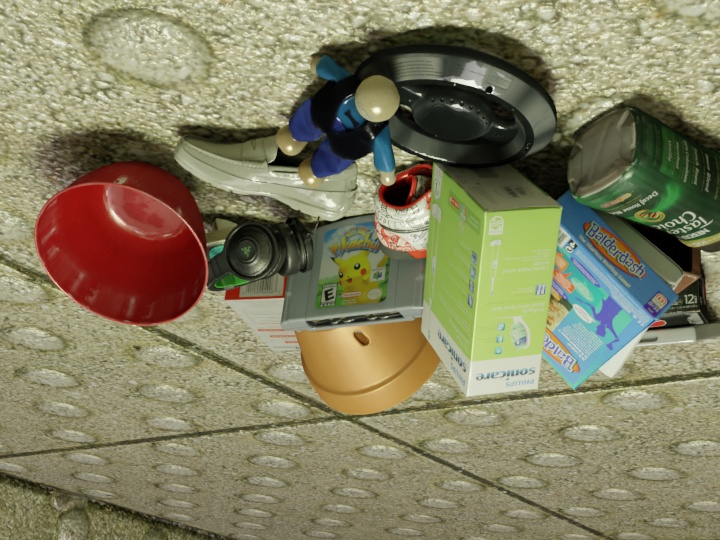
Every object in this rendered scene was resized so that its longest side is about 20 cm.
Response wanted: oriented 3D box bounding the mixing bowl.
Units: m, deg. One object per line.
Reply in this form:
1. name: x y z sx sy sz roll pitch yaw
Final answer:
1. mixing bowl: -0.256 -0.048 1.210 0.197 0.109 0.202 5 131 6

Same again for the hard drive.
1. hard drive: 0.256 0.020 1.148 0.132 0.026 0.201 43 152 19

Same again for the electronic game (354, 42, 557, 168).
1. electronic game: 0.087 -0.153 1.009 0.197 0.042 0.200 12 161 4

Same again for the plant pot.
1. plant pot: -0.003 0.060 1.358 0.197 0.202 0.141 -6 139 26

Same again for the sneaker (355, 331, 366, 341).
1. sneaker: 0.019 0.124 1.613 0.072 0.086 0.200 -7 155 24

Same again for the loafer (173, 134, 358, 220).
1. loafer: -0.098 -0.114 1.129 0.197 0.070 0.071 15 115 -3

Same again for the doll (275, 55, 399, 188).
1. doll: -0.013 -0.135 1.002 0.137 0.048 0.200 55 154 -4

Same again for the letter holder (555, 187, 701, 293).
1. letter holder: 0.275 -0.015 1.213 0.140 0.102 0.200 12 156 -9

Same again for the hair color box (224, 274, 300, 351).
1. hair color box: -0.103 0.051 1.501 0.109 0.065 0.200 -2 154 15

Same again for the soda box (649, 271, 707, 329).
1. soda box: 0.332 0.036 1.349 0.197 0.072 0.063 -7 158 25

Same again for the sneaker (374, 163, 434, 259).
1. sneaker: 0.112 -0.066 1.171 0.198 0.068 0.108 -5 146 6

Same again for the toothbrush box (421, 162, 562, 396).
1. toothbrush box: 0.128 0.003 1.095 0.085 0.203 0.146 -3 -156 -16

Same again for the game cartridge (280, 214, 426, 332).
1. game cartridge: 0.000 0.000 1.266 0.197 0.135 0.041 -8 146 25

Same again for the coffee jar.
1. coffee jar: 0.310 -0.085 1.060 0.198 0.087 0.104 17 154 -26

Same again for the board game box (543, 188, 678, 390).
1. board game box: 0.224 0.025 1.126 0.152 0.045 0.200 47 152 10

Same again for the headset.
1. headset: -0.103 -0.038 1.229 0.199 0.095 0.123 -27 170 37

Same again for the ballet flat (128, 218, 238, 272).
1. ballet flat: -0.193 -0.033 1.319 0.197 0.070 0.070 -9 159 -10

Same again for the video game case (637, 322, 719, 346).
1. video game case: 0.380 0.091 1.442 0.180 0.024 0.199 -7 176 28
